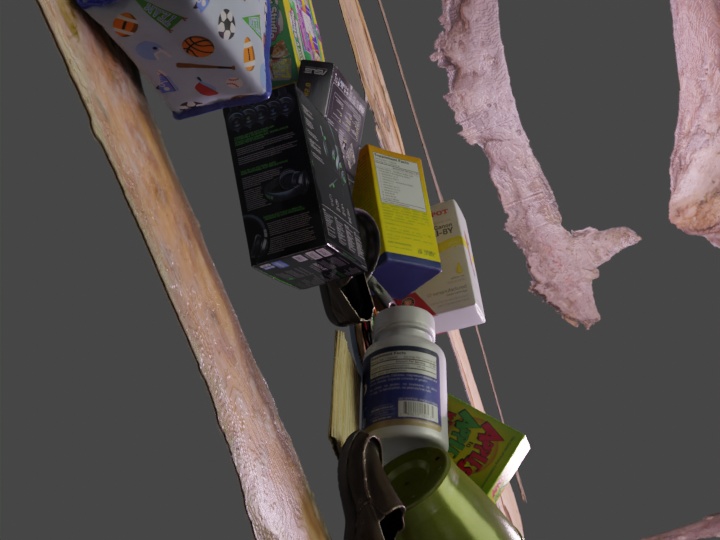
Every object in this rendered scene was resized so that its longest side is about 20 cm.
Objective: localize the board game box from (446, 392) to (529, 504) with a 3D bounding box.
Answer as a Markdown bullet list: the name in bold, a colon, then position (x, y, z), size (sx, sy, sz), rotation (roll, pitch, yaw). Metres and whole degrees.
- **board game box**: position (0.127, 0.237, 1.331), size (0.102, 0.199, 0.048), rotation (-53, 145, -18)

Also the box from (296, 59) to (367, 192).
- **box**: position (-0.046, -0.179, 1.282), size (0.200, 0.048, 0.160), rotation (19, 81, -76)

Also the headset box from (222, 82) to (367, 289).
- **headset box**: position (-0.073, -0.096, 1.081), size (0.174, 0.092, 0.202), rotation (32, 45, -73)

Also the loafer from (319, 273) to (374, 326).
- **loafer**: position (-0.022, -0.016, 1.220), size (0.073, 0.071, 0.202), rotation (-40, 123, -34)

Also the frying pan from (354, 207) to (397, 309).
- **frying pan**: position (0.005, -0.017, 1.314), size (0.189, 0.031, 0.116), rotation (27, 82, -43)

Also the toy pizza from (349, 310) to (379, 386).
- **toy pizza**: position (0.027, 0.127, 1.439), size (0.200, 0.031, 0.202), rotation (-14, 90, -78)

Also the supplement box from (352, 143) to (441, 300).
- **supplement box**: position (0.037, -0.073, 1.441), size (0.108, 0.109, 0.202), rotation (11, 58, -34)

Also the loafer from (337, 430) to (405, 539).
- **loafer**: position (0.021, 0.277, 1.081), size (0.073, 0.070, 0.202), rotation (50, 28, -49)

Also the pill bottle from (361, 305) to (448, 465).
- **pill bottle**: position (0.061, 0.158, 1.303), size (0.120, 0.118, 0.202), rotation (60, 26, -52)

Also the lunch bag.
- **lunch bag**: position (-0.157, -0.266, 0.827), size (0.170, 0.122, 0.202), rotation (53, 33, -59)

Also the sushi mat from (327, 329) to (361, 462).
- **sushi mat**: position (-0.018, 0.176, 1.218), size (0.201, 0.012, 0.096), rotation (-88, 161, -53)

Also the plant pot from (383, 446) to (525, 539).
- **plant pot**: position (0.100, 0.339, 1.206), size (0.194, 0.199, 0.201), rotation (60, 16, -16)

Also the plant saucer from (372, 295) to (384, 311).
- **plant saucer**: position (0.043, 0.027, 1.631), size (0.200, 0.034, 0.203), rotation (-14, 90, -79)

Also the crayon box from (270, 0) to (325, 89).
- **crayon box**: position (-0.104, -0.338, 1.307), size (0.172, 0.058, 0.202), rotation (-2, 79, -77)

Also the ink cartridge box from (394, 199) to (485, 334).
- **ink cartridge box**: position (0.116, 0.000, 1.580), size (0.083, 0.144, 0.202), rotation (51, 26, -59)
